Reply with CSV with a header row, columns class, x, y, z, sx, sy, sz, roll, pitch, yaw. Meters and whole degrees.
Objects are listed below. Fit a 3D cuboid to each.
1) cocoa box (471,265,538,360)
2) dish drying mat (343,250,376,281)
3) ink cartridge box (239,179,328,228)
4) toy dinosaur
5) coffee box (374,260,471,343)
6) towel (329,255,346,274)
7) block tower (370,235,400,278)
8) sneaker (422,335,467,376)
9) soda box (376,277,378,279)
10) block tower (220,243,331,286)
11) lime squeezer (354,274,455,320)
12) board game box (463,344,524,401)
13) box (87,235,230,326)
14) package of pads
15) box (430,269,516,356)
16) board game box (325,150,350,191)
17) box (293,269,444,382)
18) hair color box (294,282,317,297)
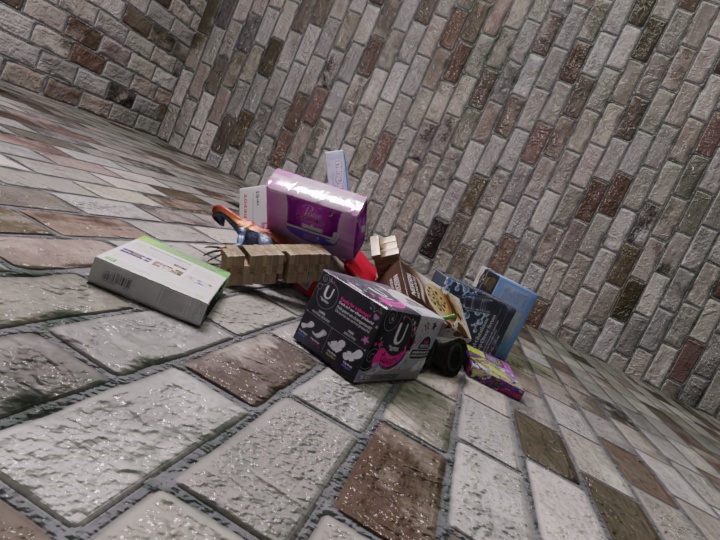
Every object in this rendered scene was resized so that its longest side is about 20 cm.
class,x,y,z,sx,sy,sz,roll,pitch,yaw
cocoa box,0.364,0.115,1.470,0.132,0.203,0.131,23,7,-15
dish drying mat,0.000,0.000,1.099,0.077,0.018,0.200,54,12,-6
ink cartridge box,-0.169,-0.110,1.169,0.197,0.148,0.084,-2,-3,33
toy dinosaur,-0.201,-0.065,1.031,0.183,0.198,0.105,58,-7,-2
coffee box,0.127,0.081,1.096,0.199,0.080,0.114,30,35,-34
towel,-0.026,0.033,1.043,0.132,0.034,0.201,34,22,-40
block tower,0.067,0.012,1.149,0.202,0.057,0.055,70,10,-46
sneaker,0.124,0.141,0.987,0.090,0.077,0.199,20,-2,45
soda box,0.009,0.039,1.332,0.069,0.064,0.200,21,9,-25
block tower,-0.145,-0.012,0.935,0.197,0.059,0.054,-1,22,-32
lime squeezer,0.070,0.078,0.982,0.197,0.072,0.038,21,-20,9
board game box,0.277,0.213,1.160,0.118,0.033,0.200,22,8,4
box,-0.260,0.008,0.730,0.142,0.037,0.200,25,8,-9
package of pads,-0.086,-0.106,1.019,0.197,0.122,0.076,19,44,12
box,0.251,0.111,1.313,0.197,0.150,0.107,24,7,-10
board game box,-0.041,-0.146,1.171,0.043,0.204,0.199,-6,5,1
box,0.021,0.086,0.816,0.131,0.116,0.199,29,8,32
hair color box,-0.072,0.017,1.169,0.101,0.062,0.199,37,10,22
